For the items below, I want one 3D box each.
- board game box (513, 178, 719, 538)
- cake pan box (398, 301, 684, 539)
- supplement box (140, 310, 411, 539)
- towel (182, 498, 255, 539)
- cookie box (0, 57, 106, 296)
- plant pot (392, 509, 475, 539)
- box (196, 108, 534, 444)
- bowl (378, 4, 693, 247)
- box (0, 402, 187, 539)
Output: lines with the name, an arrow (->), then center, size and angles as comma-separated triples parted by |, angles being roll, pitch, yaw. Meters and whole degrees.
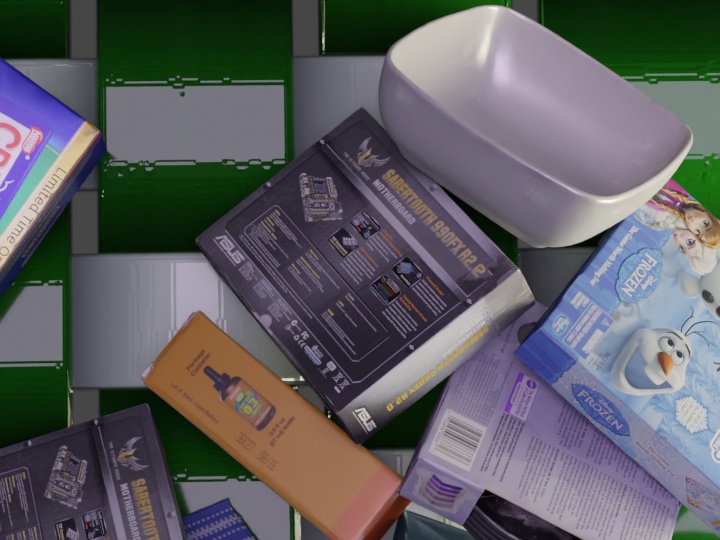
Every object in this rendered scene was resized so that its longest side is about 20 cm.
board game box -> 0.236, 0.057, 1.448 | 0.199, 0.043, 0.200 | 42, 50, 0
cake pan box -> 0.139, 0.121, 1.431 | 0.183, 0.052, 0.200 | 25, 44, 0
supplement box -> -0.058, 0.117, 1.450 | 0.200, 0.069, 0.067 | 39, 85, 13
towel -> -0.109, 0.258, 1.412 | 0.144, 0.024, 0.200 | -22, 50, -18
cookie box -> -0.311, -0.084, 1.472 | 0.199, 0.075, 0.172 | 35, 84, 0
plant pot -> 0.064, 0.293, 1.429 | 0.140, 0.141, 0.201 | 19, 92, 0
box -> 0.000, 0.000, 1.435 | 0.158, 0.048, 0.200 | -38, 54, -6
bowl -> 0.116, -0.094, 1.439 | 0.199, 0.200, 0.075 | 35, 121, 16
box -> -0.197, 0.203, 1.416 | 0.157, 0.048, 0.201 | -17, 52, -5
